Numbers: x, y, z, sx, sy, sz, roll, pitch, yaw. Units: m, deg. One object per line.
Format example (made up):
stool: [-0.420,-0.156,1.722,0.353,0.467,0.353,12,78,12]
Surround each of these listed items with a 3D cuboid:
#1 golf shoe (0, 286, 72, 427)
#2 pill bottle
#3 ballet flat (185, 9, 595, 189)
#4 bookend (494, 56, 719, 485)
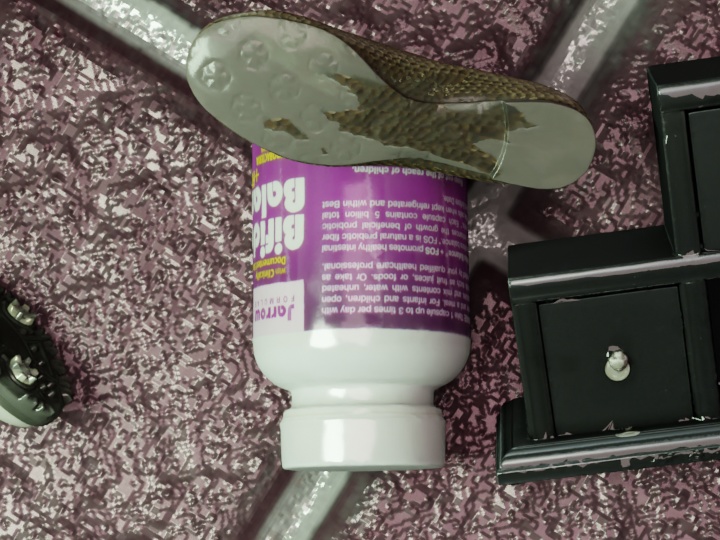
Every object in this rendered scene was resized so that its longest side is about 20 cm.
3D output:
golf shoe: [-0.242,0.031,1.057,0.200,0.077,0.088,36,107,11]
pill bottle: [0.000,0.000,1.007,0.112,0.112,0.201,-2,82,5]
ballet flat: [0.015,-0.081,0.945,0.199,0.046,0.068,10,110,-8]
bookend: [0.152,-0.014,0.972,0.198,0.092,0.201,-7,103,6]
